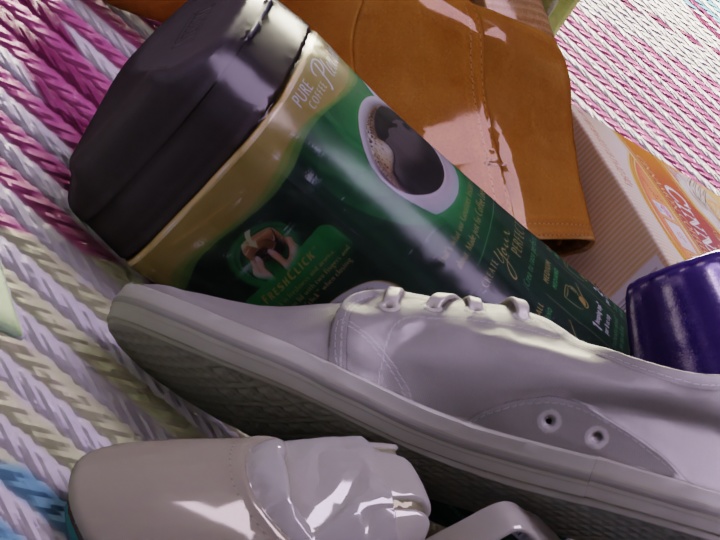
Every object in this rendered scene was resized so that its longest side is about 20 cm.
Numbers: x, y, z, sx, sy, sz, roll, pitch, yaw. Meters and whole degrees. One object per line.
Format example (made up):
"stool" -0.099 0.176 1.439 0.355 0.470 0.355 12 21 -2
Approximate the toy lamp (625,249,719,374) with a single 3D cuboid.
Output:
"toy lamp" 0.130 0.092 0.785 0.058 0.058 0.201 -12 81 -67

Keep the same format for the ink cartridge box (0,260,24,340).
"ink cartridge box" -0.157 -0.045 0.644 0.104 0.059 0.201 28 25 -36

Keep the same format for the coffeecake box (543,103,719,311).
"coffeecake box" 0.151 0.035 1.081 0.199 0.073 0.154 27 25 -42

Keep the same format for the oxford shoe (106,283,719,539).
"oxford shoe" 0.025 0.033 0.749 0.199 0.058 0.075 15 -15 8

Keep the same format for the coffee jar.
"coffee jar" 0.000 0.000 0.831 0.200 0.085 0.104 42 23 -10

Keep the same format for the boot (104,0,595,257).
"boot" -0.003 -0.063 0.977 0.200 0.071 0.145 -1 71 -28

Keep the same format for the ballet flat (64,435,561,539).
"ballet flat" 0.009 0.080 0.717 0.199 0.069 0.070 29 25 -38

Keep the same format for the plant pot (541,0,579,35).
"plant pot" 0.026 -0.184 1.142 0.184 0.201 0.200 33 19 3
